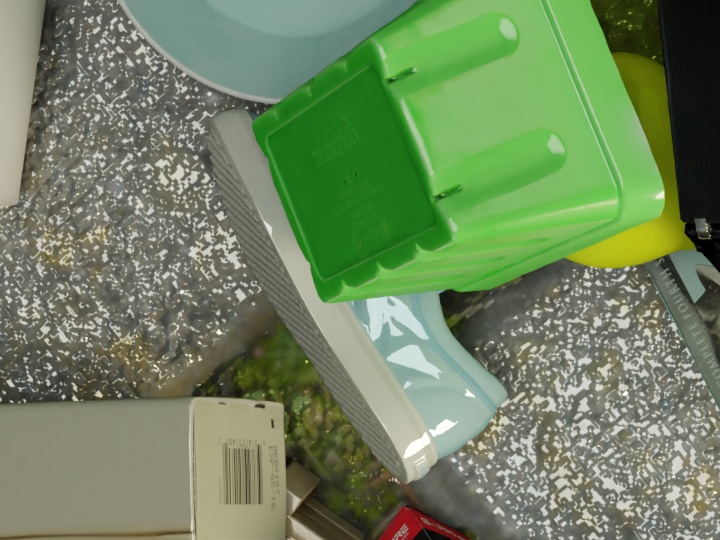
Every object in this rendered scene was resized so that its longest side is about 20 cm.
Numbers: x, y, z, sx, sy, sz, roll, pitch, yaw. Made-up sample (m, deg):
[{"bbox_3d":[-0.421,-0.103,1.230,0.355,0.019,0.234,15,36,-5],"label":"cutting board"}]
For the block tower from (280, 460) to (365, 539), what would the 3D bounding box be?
[{"bbox_3d":[-0.072,0.194,1.256,0.058,0.054,0.201,34,100,3],"label":"block tower"}]

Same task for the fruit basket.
[{"bbox_3d":[0.080,-0.063,1.127,0.215,0.216,0.156,-23,88,10],"label":"fruit basket"}]

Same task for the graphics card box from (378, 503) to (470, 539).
[{"bbox_3d":[0.039,0.216,1.179,0.051,0.200,0.126,31,101,-34],"label":"graphics card box"}]

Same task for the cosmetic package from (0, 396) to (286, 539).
[{"bbox_3d":[-0.145,0.099,1.205,0.199,0.103,0.074,-5,84,24],"label":"cosmetic package"}]

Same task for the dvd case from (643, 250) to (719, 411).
[{"bbox_3d":[0.233,-0.021,1.165,0.199,0.022,0.146,-31,53,11],"label":"dvd case"}]

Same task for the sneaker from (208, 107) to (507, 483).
[{"bbox_3d":[0.000,0.000,1.228,0.082,0.074,0.201,-30,88,-16],"label":"sneaker"}]

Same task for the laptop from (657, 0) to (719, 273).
[{"bbox_3d":[0.228,-0.053,1.039,0.176,0.200,0.104,0,71,26],"label":"laptop"}]

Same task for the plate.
[{"bbox_3d":[-0.032,-0.181,1.226,0.199,0.026,0.202,1,96,7],"label":"plate"}]

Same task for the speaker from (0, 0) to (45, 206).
[{"bbox_3d":[-0.192,-0.133,1.226,0.081,0.081,0.201,9,97,7],"label":"speaker"}]
